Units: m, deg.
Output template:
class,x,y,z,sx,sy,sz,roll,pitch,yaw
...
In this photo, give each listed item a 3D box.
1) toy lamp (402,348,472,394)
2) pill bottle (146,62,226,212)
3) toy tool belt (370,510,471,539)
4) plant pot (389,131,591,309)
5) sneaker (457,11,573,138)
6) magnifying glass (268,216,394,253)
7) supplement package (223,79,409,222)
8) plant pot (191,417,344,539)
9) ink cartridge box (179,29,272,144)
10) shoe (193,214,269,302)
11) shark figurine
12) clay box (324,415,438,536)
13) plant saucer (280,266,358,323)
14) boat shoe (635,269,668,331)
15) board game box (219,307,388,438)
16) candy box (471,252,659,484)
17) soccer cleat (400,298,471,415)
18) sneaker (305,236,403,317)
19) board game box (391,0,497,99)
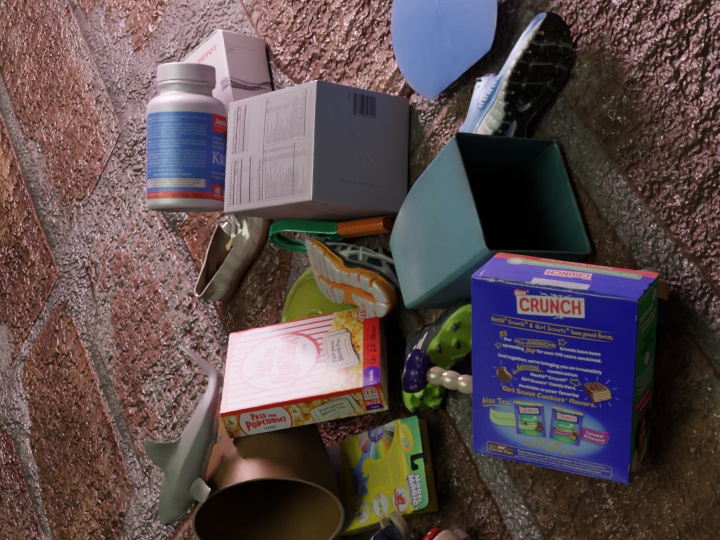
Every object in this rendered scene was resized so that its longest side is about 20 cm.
class,x,y,z,sx,sy,sz,roll,pitch,yaw
toy lamp,0.145,0.131,1.427,0.199,0.058,0.058,12,96,22
pill bottle,-0.242,-0.183,1.834,0.112,0.112,0.201,-1,89,52
toy tool belt,0.028,0.350,1.540,0.123,0.125,0.200,41,119,21
plant pot,0.126,-0.037,1.467,0.200,0.141,0.142,-44,53,49
sneaker,0.161,-0.208,1.484,0.200,0.078,0.090,-60,41,28
magnifying glass,-0.039,-0.049,1.734,0.200,0.080,0.022,-8,64,40
supplement package,-0.058,-0.146,1.695,0.200,0.151,0.151,-4,82,52
plant pot,-0.122,0.233,1.665,0.186,0.186,0.200,-50,34,36
ink cartridge box,-0.196,-0.230,1.936,0.146,0.083,0.201,-28,65,47
shoe,-0.187,-0.035,1.926,0.070,0.053,0.200,51,125,41
shark figurine,-0.213,0.197,1.574,0.128,0.089,0.215,161,126,-69
clay box,0.028,0.254,1.624,0.200,0.047,0.115,-27,64,48
plant saucer,-0.052,0.080,1.761,0.200,0.031,0.201,-9,78,51
boat shoe,0.236,0.064,1.362,0.200,0.074,0.062,-31,57,40
board game box,-0.067,0.123,1.620,0.152,0.199,0.046,-91,-14,-53
candy box,0.200,0.093,1.304,0.169,0.077,0.201,9,117,24
soccer cleat,0.087,0.087,1.534,0.200,0.067,0.081,115,146,-45
sneaker,0.000,0.000,1.668,0.200,0.077,0.078,29,142,48
board game box,0.113,-0.303,1.590,0.200,0.039,0.159,-37,63,49
